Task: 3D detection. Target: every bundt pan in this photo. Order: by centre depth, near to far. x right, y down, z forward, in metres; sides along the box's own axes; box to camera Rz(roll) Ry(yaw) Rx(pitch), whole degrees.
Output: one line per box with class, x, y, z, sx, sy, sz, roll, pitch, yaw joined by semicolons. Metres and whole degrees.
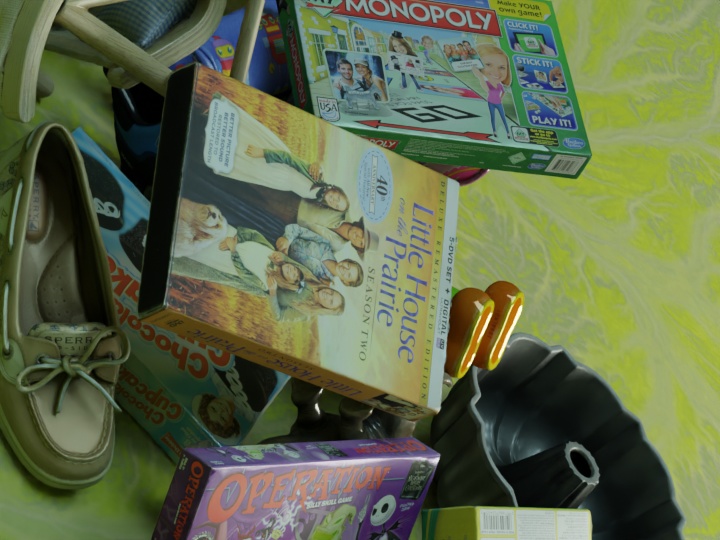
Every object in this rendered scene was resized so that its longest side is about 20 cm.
bundt pan;0.120;0.145;1.579;0.201;0.076;0.203;34;35;-28

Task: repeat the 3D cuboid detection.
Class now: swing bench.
swing bench;-0.178;-0.155;1.365;0.198;0.131;0.199;18;8;39

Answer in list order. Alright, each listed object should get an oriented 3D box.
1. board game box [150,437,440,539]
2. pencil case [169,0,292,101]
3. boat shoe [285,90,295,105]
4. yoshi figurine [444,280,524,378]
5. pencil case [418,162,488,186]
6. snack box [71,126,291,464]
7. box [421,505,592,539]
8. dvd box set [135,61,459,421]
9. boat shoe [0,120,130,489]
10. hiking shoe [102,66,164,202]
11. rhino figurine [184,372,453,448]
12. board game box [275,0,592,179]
board game box;-0.042;0.153;1.326;0.032;0.121;0.199;25;15;36
pencil case;-0.086;-0.136;1.599;0.078;0.087;0.200;63;31;-1
boat shoe;-0.020;-0.089;1.649;0.070;0.066;0.200;53;7;9
yoshi figurine;0.003;-0.014;1.501;0.199;0.113;0.112;24;54;21
pencil case;0.055;-0.126;1.712;0.087;0.087;0.200;41;11;-15
snack box;-0.133;0.019;1.422;0.200;0.037;0.116;47;33;-6
box;0.090;0.241;1.410;0.117;0.048;0.202;8;76;-48
dvd box set;-0.030;-0.013;1.335;0.199;0.029;0.147;23;63;-36
boat shoe;-0.169;0.019;1.315;0.073;0.063;0.202;-4;72;-31
hiking shoe;-0.076;-0.073;1.447;0.074;0.199;0.087;-49;136;-40
rhino figurine;-0.019;0.105;1.393;0.199;0.088;0.060;-29;47;-35
board game box;0.047;-0.131;1.574;0.198;0.029;0.135;5;55;-24
